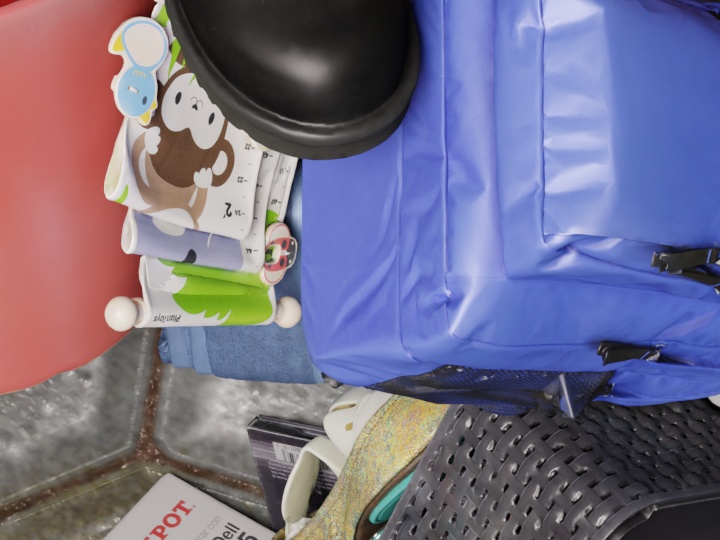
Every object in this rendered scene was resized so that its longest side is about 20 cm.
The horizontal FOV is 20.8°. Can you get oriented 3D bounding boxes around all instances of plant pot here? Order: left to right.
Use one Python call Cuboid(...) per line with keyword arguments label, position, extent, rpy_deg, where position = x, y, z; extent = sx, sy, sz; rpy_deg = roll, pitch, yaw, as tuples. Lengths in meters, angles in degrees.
Cuboid(label="plant pot", position=(-0.165, -0.059, 0.794), extent=(0.199, 0.201, 0.178), rpy_deg=(4, 125, 13))

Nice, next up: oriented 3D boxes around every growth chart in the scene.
Cuboid(label="growth chart", position=(-0.052, -0.067, 0.775), extent=(0.018, 0.144, 0.201), rpy_deg=(19, 105, 31))

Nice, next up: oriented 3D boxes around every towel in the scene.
Cuboid(label="towel", position=(0.000, 0.000, 0.883), extent=(0.199, 0.049, 0.112), rpy_deg=(4, 124, 14))

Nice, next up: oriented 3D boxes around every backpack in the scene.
Cuboid(label="backpack", position=(0.097, -0.025, 0.724), extent=(0.199, 0.164, 0.167), rpy_deg=(9, 170, -34))

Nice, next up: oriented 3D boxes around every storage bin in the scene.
Cuboid(label="storage bin", position=(0.078, 0.142, 0.832), extent=(0.094, 0.135, 0.201), rpy_deg=(44, 120, 35))

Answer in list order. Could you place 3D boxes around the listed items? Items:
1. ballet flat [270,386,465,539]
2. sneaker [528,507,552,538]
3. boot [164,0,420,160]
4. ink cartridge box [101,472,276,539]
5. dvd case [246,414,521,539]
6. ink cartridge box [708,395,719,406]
Cuboid(label="ballet flat", position=(0.005, 0.091, 0.889), extent=(0.070, 0.071, 0.200), rpy_deg=(26, 136, -3))
Cuboid(label="sneaker", position=(0.148, 0.121, 0.898), extent=(0.199, 0.088, 0.076), rpy_deg=(-23, 115, 28))
Cuboid(label="boot", position=(-0.037, -0.154, 0.619), extent=(0.079, 0.212, 0.158), rpy_deg=(-19, 161, -11))
Cuboid(label="ink cartridge box", position=(-0.057, 0.209, 0.954), extent=(0.199, 0.146, 0.084), rpy_deg=(27, 128, 14))
Cuboid(label="dvd case", position=(0.026, 0.167, 0.986), extent=(0.148, 0.016, 0.201), rpy_deg=(9, 126, 30))
Cuboid(label="ink cartridge box", position=(0.243, -0.003, 0.799), extent=(0.115, 0.067, 0.200), rpy_deg=(31, 126, -8))
